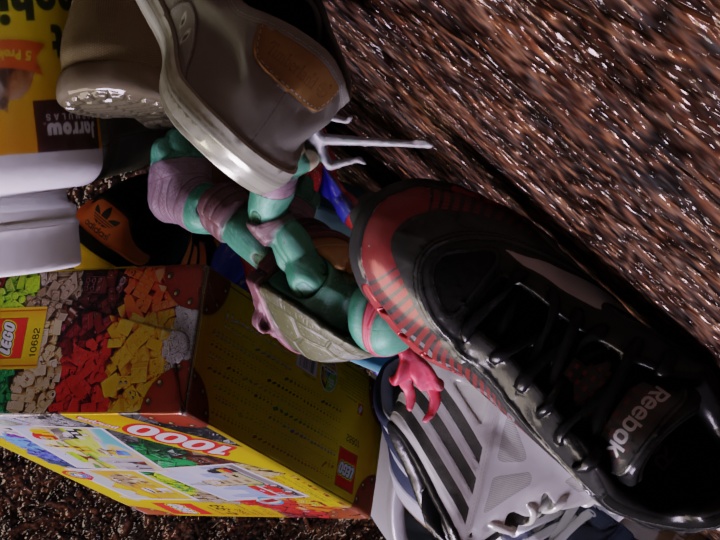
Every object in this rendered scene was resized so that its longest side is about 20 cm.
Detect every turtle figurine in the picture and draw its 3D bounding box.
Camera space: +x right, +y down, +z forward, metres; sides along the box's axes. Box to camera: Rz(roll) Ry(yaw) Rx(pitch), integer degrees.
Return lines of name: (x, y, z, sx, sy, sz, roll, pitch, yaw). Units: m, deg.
turtle figurine: (-0.012, -0.009, 0.960, 0.150, 0.101, 0.200, 42, 170, -37)

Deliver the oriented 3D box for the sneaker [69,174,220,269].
sneaker: (-0.114, -0.019, 1.245, 0.070, 0.090, 0.200, 39, -158, 11)

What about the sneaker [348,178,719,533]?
sneaker: (0.081, 0.036, 0.835, 0.200, 0.071, 0.098, 40, 178, -14)

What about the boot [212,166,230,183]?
boot: (-0.101, -0.104, 1.385, 0.200, 0.070, 0.146, 42, -176, -8)

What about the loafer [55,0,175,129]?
loafer: (-0.083, -0.103, 1.023, 0.076, 0.068, 0.200, 2, -179, 14)

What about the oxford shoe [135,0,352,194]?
oxford shoe: (-0.042, -0.093, 0.775, 0.075, 0.058, 0.200, 36, -165, -25)

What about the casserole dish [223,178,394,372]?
casserole dish: (0.000, 0.000, 1.187, 0.199, 0.039, 0.122, 21, 142, 41)

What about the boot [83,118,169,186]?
boot: (-0.097, -0.082, 1.158, 0.130, 0.068, 0.200, 8, -168, -2)

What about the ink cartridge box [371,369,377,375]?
ink cartridge box: (-0.002, 0.011, 1.375, 0.095, 0.037, 0.200, 49, -169, -11)

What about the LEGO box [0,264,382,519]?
LEGO box: (-0.097, 0.067, 1.108, 0.148, 0.078, 0.200, -3, 159, 28)

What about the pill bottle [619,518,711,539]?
pill bottle: (0.176, 0.200, 1.168, 0.199, 0.111, 0.111, 24, 174, 11)

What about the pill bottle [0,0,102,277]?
pill bottle: (-0.181, -0.098, 1.012, 0.109, 0.109, 0.201, -161, 65, -83)

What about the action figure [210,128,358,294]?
action figure: (-0.043, 0.004, 1.129, 0.099, 0.065, 0.200, 61, 147, 27)

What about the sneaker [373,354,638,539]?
sneaker: (0.080, 0.113, 1.099, 0.200, 0.070, 0.109, 33, 151, 38)

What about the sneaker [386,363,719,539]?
sneaker: (0.095, 0.101, 1.049, 0.200, 0.116, 0.076, 33, -179, -20)

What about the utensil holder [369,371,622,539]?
utensil holder: (0.082, 0.142, 1.497, 0.170, 0.170, 0.200, 42, 178, -15)
